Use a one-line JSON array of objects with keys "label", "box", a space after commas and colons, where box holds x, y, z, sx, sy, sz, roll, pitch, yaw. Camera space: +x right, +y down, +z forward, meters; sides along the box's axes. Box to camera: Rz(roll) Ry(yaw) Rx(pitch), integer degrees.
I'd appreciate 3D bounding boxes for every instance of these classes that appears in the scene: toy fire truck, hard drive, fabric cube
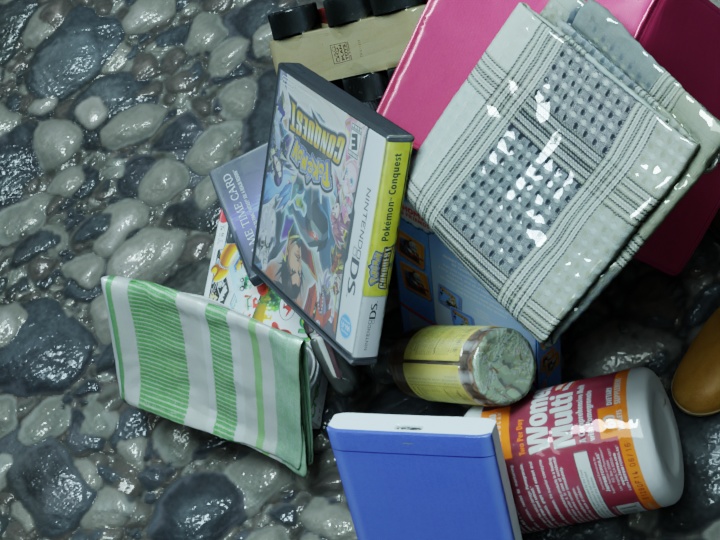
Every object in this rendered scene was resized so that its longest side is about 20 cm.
[{"label": "toy fire truck", "box": [0.033, -0.233, 1.518, 0.176, 0.200, 0.129, -8, 101, 37]}, {"label": "hard drive", "box": [0.058, 0.199, 1.281, 0.132, 0.200, 0.025, 0, 32, 24]}, {"label": "fabric cube", "box": [0.171, -0.139, 1.276, 0.200, 0.199, 0.196, 32, 98, 39]}]

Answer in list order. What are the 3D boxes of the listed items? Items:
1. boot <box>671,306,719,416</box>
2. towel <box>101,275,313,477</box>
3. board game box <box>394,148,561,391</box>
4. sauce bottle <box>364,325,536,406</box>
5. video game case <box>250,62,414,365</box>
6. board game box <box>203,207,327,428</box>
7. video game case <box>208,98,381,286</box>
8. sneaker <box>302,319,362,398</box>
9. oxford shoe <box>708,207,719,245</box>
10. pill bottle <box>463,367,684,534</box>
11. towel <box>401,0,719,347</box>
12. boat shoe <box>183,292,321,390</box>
[{"label": "boot", "box": [0.302, 0.016, 1.270, 0.201, 0.144, 0.071, -44, 58, 1]}, {"label": "towel", "box": [-0.129, 0.086, 1.400, 0.200, 0.153, 0.023, 20, 43, 25]}, {"label": "board game box", "box": [0.093, 0.011, 1.336, 0.151, 0.200, 0.037, 30, 58, 30]}, {"label": "sauce bottle", "box": [0.065, 0.074, 1.345, 0.200, 0.065, 0.065, 1, 64, 63]}, {"label": "video game case", "box": [-0.028, -0.049, 1.289, 0.200, 0.025, 0.181, 39, 126, 55]}, {"label": "board game box", "box": [-0.082, 0.040, 1.492, 0.126, 0.035, 0.200, 0, 69, 23]}, {"label": "video game case", "box": [-0.029, -0.083, 1.499, 0.200, 0.019, 0.143, -27, 50, 4]}, {"label": "sneaker", "box": [0.000, 0.000, 1.405, 0.115, 0.076, 0.200, -16, 79, 2]}, {"label": "oxford shoe", "box": [0.294, -0.123, 1.369, 0.073, 0.084, 0.200, -21, 60, 16]}, {"label": "pill bottle", "box": [0.144, 0.148, 1.301, 0.200, 0.110, 0.110, -15, 64, 21]}, {"label": "towel", "box": [0.131, -0.079, 1.140, 0.200, 0.035, 0.193, -52, 52, 15]}, {"label": "boat shoe", "box": [-0.130, 0.061, 1.443, 0.200, 0.069, 0.072, 24, 80, 29]}]
